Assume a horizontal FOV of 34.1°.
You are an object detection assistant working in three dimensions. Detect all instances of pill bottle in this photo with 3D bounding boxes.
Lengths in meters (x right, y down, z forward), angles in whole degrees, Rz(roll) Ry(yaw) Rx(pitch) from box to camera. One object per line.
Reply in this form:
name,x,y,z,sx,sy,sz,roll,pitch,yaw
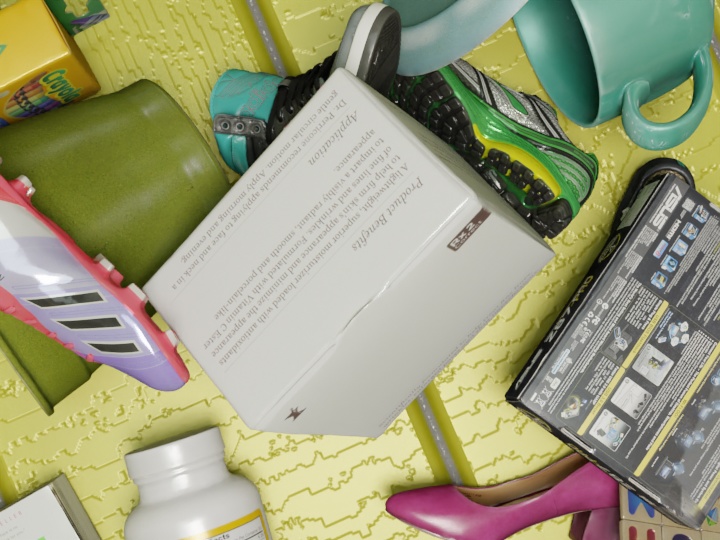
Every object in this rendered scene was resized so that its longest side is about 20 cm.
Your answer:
pill bottle,-0.111,0.221,0.862,0.104,0.104,0.201,-16,88,-3

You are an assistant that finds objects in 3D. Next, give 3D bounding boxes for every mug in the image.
mug,0.196,-0.184,0.871,0.114,0.152,0.186,-25,96,-5

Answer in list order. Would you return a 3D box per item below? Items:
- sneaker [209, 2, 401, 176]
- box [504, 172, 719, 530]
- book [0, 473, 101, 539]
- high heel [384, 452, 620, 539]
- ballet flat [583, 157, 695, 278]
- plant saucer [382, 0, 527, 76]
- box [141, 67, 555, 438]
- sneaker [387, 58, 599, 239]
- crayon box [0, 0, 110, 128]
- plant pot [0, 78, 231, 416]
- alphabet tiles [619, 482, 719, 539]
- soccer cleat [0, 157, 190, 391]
sneaker,-0.047,-0.126,0.857,0.120,0.200,0.084,28,43,9
box,0.224,0.056,0.843,0.161,0.049,0.200,35,82,-2
book,-0.236,0.276,0.887,0.133,0.048,0.200,-30,91,0
high heel,0.119,0.157,0.893,0.199,0.067,0.097,7,97,-17
ballet flat,0.211,0.005,0.904,0.073,0.073,0.201,21,87,-2
plant saucer,0.080,-0.229,0.846,0.027,0.200,0.200,37,86,-28
box,0.000,0.000,0.797,0.199,0.200,0.131,-46,66,10
sneaker,0.098,-0.114,0.911,0.200,0.078,0.085,45,55,5
crayon box,-0.264,-0.130,0.833,0.199,0.126,0.052,-29,89,-4
plant pot,-0.196,-0.033,0.838,0.193,0.200,0.201,-34,90,-15
alphabet tiles,0.267,0.165,0.883,0.166,0.006,0.201,12,65,-17
soccer cleat,-0.188,0.010,0.707,0.200,0.067,0.076,45,82,-3
